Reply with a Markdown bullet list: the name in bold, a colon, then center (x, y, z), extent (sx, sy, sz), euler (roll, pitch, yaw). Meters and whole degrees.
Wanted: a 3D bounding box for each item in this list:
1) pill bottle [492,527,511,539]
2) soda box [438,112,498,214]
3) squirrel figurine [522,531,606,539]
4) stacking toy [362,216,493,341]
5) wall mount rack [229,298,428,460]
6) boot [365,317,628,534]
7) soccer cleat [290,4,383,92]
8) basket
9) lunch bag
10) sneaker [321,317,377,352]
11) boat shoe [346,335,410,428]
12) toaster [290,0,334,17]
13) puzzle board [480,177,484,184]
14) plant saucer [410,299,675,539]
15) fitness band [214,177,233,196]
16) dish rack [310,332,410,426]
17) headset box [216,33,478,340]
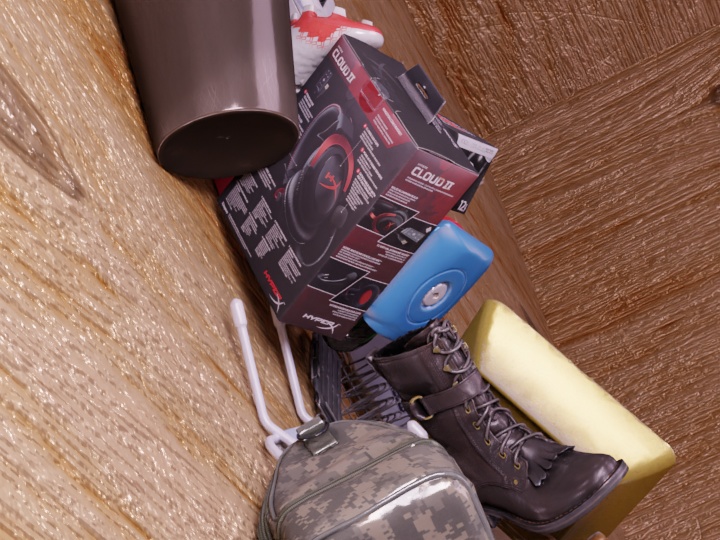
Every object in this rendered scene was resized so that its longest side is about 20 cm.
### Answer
- **pill bottle**: center (0.118, 0.207, 1.611), extent (0.116, 0.115, 0.201), euler (55, 15, -45)
- **soda box**: center (0.016, -0.124, 1.337), extent (0.199, 0.064, 0.070), euler (36, 13, 33)
- **squirrel figurine**: center (0.133, 0.287, 1.304), extent (0.201, 0.185, 0.142), euler (55, 14, -44)
- **stacking toy**: center (0.006, -0.047, 1.332), extent (0.200, 0.110, 0.116), euler (51, 11, 28)
- **wall mount rack**: center (-0.034, 0.102, 1.222), extent (0.173, 0.075, 0.200), euler (37, 5, 11)
- **boot**: center (0.098, 0.115, 1.238), extent (0.069, 0.199, 0.175), euler (-40, 105, -37)
- **soccer cleat**: center (-0.064, -0.164, 1.316), extent (0.068, 0.198, 0.086), euler (16, 74, -53)
- **basket**: center (-0.118, -0.187, 1.241), extent (0.135, 0.180, 0.202), euler (6, 62, -39)
- **lunch bag**: center (0.022, 0.208, 1.066), extent (0.202, 0.138, 0.168), euler (65, -6, -19)
- **sneaker**: center (0.000, 0.000, 1.416), extent (0.201, 0.077, 0.086), euler (-76, -172, -46)
- **boat shoe**: center (0.019, 0.091, 1.517), extent (0.065, 0.073, 0.202), euler (-151, -136, -66)
- **toaster**: center (-0.102, -0.254, 1.509), extent (0.115, 0.128, 0.200), euler (62, 11, -13)
- **puzzle board**: center (0.007, -0.109, 1.458), extent (0.198, 0.018, 0.151), euler (24, 13, 13)
- **plant saucer**: center (0.135, 0.152, 1.324), extent (0.199, 0.201, 0.048), euler (40, 50, 10)
- **fitness band**: center (-0.074, -0.041, 1.424), extent (0.201, 0.037, 0.145), euler (55, 15, -40)
- **dish rack**: center (0.015, 0.141, 1.411), extent (0.201, 0.054, 0.154), euler (61, 11, -24)
- **headset box**: center (-0.008, -0.072, 1.240), extent (0.075, 0.201, 0.149), euler (19, 29, -42)
